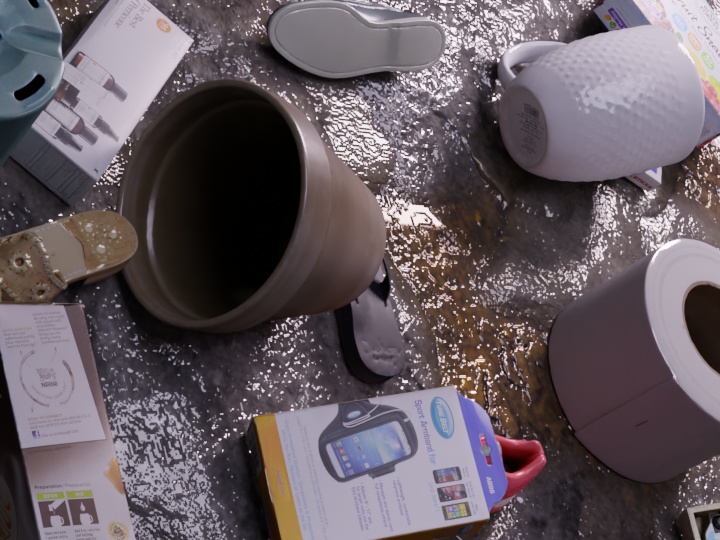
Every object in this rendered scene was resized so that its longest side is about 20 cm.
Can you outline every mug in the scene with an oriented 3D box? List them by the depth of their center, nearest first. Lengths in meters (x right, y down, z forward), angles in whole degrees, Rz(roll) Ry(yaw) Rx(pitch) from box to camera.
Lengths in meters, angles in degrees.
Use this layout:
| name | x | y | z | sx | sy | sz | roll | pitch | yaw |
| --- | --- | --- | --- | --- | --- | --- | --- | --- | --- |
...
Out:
| name | x | y | z | sx | sy | sz | roll | pitch | yaw |
| --- | --- | --- | --- | --- | --- | --- | --- | --- | --- |
| mug | 0.223 | -0.177 | 1.880 | 0.175 | 0.148 | 0.200 | -15 | 43 | -28 |

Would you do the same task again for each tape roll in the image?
| name | x | y | z | sx | sy | sz | roll | pitch | yaw |
| --- | --- | --- | --- | --- | --- | --- | --- | --- | --- |
| tape roll | 0.301 | 0.088 | 1.772 | 0.202 | 0.139 | 0.204 | 22 | 51 | -31 |

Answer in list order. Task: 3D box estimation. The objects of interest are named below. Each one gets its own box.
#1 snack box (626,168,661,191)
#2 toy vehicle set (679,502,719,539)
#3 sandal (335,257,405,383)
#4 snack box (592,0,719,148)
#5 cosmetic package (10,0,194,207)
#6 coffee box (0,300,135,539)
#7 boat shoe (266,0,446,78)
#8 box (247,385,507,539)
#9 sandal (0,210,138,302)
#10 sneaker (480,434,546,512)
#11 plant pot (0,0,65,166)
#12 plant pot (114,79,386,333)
| name | x | y | z | sx | sy | sz | roll | pitch | yaw |
| --- | --- | --- | --- | --- | --- | --- | --- | --- | --- |
| snack box | 0.303 | -0.183 | 2.026 | 0.072 | 0.024 | 0.201 | 31 | 48 | -26 |
| toy vehicle set | 0.391 | 0.316 | 1.748 | 0.124 | 0.027 | 0.201 | -8 | 68 | -13 |
| sandal | 0.001 | 0.000 | 1.631 | 0.076 | 0.043 | 0.201 | -6 | 69 | -43 |
| snack box | 0.362 | -0.255 | 2.068 | 0.200 | 0.053 | 0.142 | 52 | 39 | -7 |
| cosmetic package | -0.218 | -0.151 | 1.529 | 0.082 | 0.051 | 0.200 | 41 | 45 | -15 |
| coffee box | -0.233 | 0.134 | 1.291 | 0.079 | 0.114 | 0.201 | 2 | 64 | -40 |
| boat shoe | -0.013 | -0.228 | 1.766 | 0.199 | 0.073 | 0.062 | -1 | 22 | -34 |
| box | 0.016 | 0.165 | 1.491 | 0.199 | 0.042 | 0.120 | -6 | 67 | -18 |
| sandal | -0.247 | -0.010 | 1.385 | 0.211 | 0.070 | 0.078 | -28 | 76 | -42 |
| sneaker | 0.076 | 0.162 | 1.565 | 0.199 | 0.087 | 0.074 | 3 | 63 | -40 |
| plant pot | -0.322 | -0.128 | 1.317 | 0.200 | 0.196 | 0.201 | 22 | 51 | -30 |
| plant pot | -0.073 | -0.040 | 1.505 | 0.173 | 0.199 | 0.201 | 16 | 53 | -53 |
